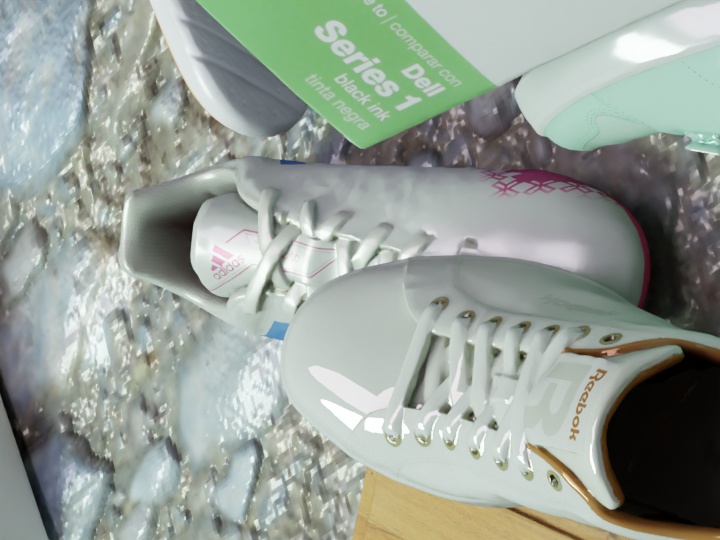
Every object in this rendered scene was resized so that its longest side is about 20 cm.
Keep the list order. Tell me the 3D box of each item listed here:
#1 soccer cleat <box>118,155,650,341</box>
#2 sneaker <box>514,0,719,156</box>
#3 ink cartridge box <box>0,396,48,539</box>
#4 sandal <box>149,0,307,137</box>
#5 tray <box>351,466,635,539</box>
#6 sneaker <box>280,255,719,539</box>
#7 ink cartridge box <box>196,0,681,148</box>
[{"bbox_3d":[0.000,0.000,0.869,0.199,0.086,0.070,4,89,50],"label":"soccer cleat"},{"bbox_3d":[0.127,-0.026,0.714,0.200,0.074,0.119,-12,100,49],"label":"sneaker"},{"bbox_3d":[-0.222,0.109,1.125,0.200,0.083,0.145,-49,51,36],"label":"ink cartridge box"},{"bbox_3d":[-0.078,-0.131,0.983,0.059,0.079,0.208,-34,63,39],"label":"sandal"},{"bbox_3d":[0.067,0.120,0.816,0.200,0.037,0.099,20,102,48],"label":"tray"},{"bbox_3d":[0.055,0.031,0.756,0.199,0.085,0.073,13,81,29],"label":"sneaker"},{"bbox_3d":[0.059,-0.140,0.706,0.199,0.084,0.147,-22,46,28],"label":"ink cartridge box"}]
